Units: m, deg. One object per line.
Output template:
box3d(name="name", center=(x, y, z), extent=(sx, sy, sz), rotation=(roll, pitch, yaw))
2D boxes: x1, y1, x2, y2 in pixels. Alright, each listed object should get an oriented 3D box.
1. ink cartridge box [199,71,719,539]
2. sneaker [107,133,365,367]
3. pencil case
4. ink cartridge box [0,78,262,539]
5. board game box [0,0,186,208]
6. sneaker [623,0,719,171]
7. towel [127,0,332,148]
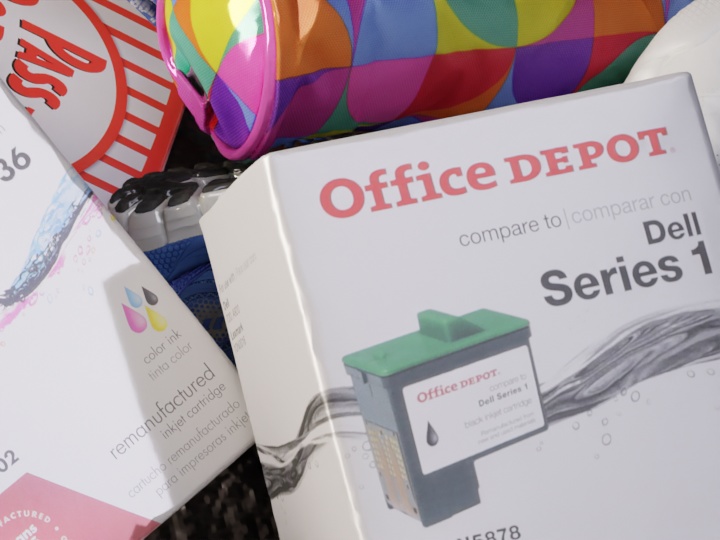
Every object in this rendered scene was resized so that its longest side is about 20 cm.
box3d(name="ink cartridge box", center=(0.049, 0.052, 0.830), extent=(0.146, 0.084, 0.200), rotation=(-13, 81, -18))
box3d(name="sneaker", center=(0.000, 0.000, 0.967), extent=(0.200, 0.079, 0.089), rotation=(-12, 103, -37))
box3d(name="pencil case", center=(0.027, -0.086, 0.967), extent=(0.200, 0.088, 0.088), rotation=(-7, 61, -34))
box3d(name="ink cartridge box", center=(-0.137, 0.010, 0.855), extent=(0.116, 0.067, 0.200), rotation=(-41, 93, -25))
box3d(name="board game box", center=(-0.162, -0.072, 0.956), extent=(0.200, 0.046, 0.152), rotation=(25, 49, -12))
box3d(name="sneaker", center=(0.117, -0.023, 0.946), extent=(0.088, 0.075, 0.200), rotation=(29, 64, 38))
box3d(name="towel", center=(-0.043, -0.153, 0.969), extent=(0.200, 0.024, 0.145), rotation=(42, 75, -33))
